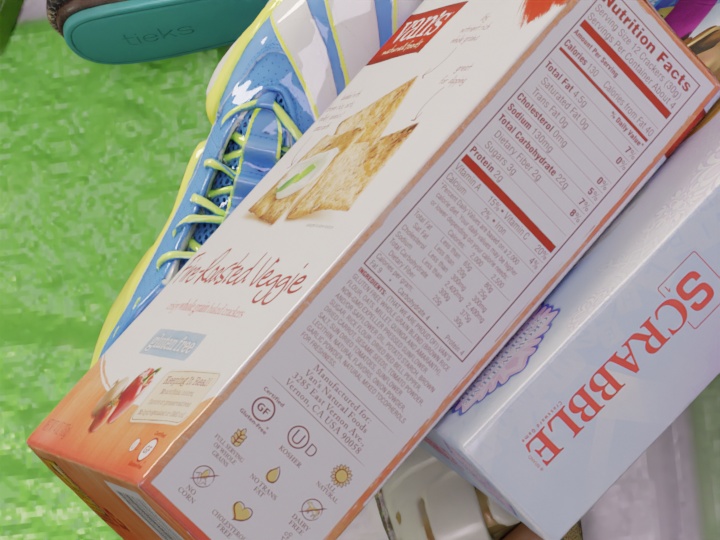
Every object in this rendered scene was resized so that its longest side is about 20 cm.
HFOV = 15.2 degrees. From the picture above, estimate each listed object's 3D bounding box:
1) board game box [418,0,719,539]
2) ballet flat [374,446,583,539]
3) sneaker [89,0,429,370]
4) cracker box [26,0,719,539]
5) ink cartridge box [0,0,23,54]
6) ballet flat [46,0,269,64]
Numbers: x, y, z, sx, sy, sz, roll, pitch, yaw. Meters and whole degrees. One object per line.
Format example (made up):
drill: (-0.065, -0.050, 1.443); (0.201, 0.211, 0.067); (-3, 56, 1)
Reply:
board game box: (0.085, -0.021, 0.817); (0.200, 0.200, 0.041); (-46, 104, -5)
ballet flat: (0.043, 0.108, 0.900); (0.071, 0.071, 0.200); (-17, 82, 12)
sneaker: (-0.032, -0.006, 0.884); (0.076, 0.105, 0.200); (24, 113, -7)
cracker box: (0.000, 0.000, 0.794); (0.058, 0.134, 0.200); (46, 76, -15)
ink cartridge box: (-0.203, -0.183, 0.974); (0.200, 0.076, 0.148); (22, 92, 15)
ballet flat: (-0.012, -0.113, 0.935); (0.200, 0.068, 0.075); (0, 65, 15)
